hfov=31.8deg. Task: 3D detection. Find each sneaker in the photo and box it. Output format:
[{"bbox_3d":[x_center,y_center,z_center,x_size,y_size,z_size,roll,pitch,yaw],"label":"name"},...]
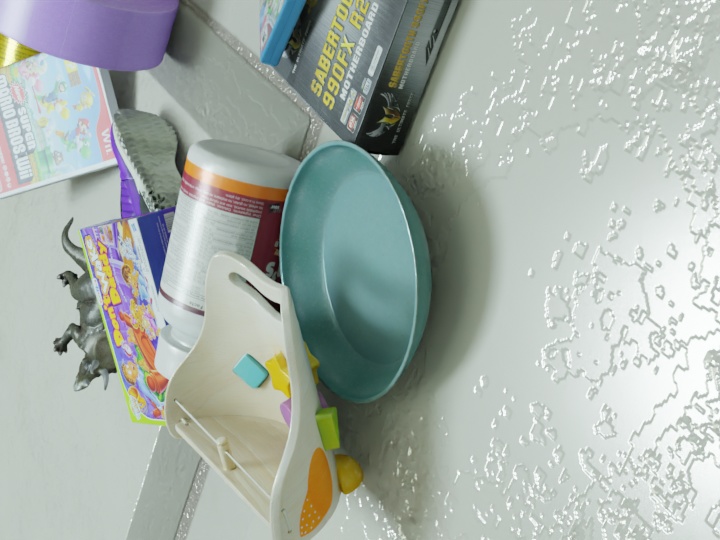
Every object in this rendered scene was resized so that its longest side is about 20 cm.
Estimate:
[{"bbox_3d":[-0.223,-0.076,1.293,0.100,0.069,0.201,-58,43,37],"label":"sneaker"}]

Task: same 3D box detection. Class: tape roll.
[{"bbox_3d":[-0.290,-0.276,1.296,0.200,0.198,0.066,48,124,45],"label":"tape roll"}]

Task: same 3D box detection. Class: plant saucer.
[{"bbox_3d":[0.000,0.000,0.978,0.199,0.036,0.203,16,109,56],"label":"plant saucer"}]

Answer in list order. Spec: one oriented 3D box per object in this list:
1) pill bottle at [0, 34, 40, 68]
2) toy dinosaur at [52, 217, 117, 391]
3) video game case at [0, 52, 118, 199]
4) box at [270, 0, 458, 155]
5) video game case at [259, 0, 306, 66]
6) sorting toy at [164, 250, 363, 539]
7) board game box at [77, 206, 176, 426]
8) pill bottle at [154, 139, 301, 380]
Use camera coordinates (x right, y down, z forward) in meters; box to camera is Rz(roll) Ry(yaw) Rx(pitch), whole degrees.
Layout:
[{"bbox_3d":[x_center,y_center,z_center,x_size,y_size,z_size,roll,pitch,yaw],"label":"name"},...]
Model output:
[{"bbox_3d":[-0.389,-0.256,1.510,0.112,0.111,0.202,42,121,48],"label":"pill bottle"},{"bbox_3d":[-0.289,0.040,1.391,0.102,0.077,0.202,-14,70,41],"label":"toy dinosaur"},{"bbox_3d":[-0.359,-0.172,1.438,0.198,0.017,0.145,-12,94,28],"label":"video game case"},{"bbox_3d":[0.009,-0.216,0.995,0.159,0.048,0.202,49,125,45],"label":"box"},{"bbox_3d":[-0.056,-0.288,1.060,0.201,0.018,0.144,-95,25,-43],"label":"video game case"},{"bbox_3d":[-0.075,0.083,0.988,0.200,0.106,0.182,33,134,51],"label":"sorting toy"},{"bbox_3d":[-0.199,0.047,1.215,0.134,0.044,0.202,-6,101,54],"label":"board game box"},{"bbox_3d":[-0.115,-0.004,1.098,0.109,0.109,0.202,32,113,51],"label":"pill bottle"}]
